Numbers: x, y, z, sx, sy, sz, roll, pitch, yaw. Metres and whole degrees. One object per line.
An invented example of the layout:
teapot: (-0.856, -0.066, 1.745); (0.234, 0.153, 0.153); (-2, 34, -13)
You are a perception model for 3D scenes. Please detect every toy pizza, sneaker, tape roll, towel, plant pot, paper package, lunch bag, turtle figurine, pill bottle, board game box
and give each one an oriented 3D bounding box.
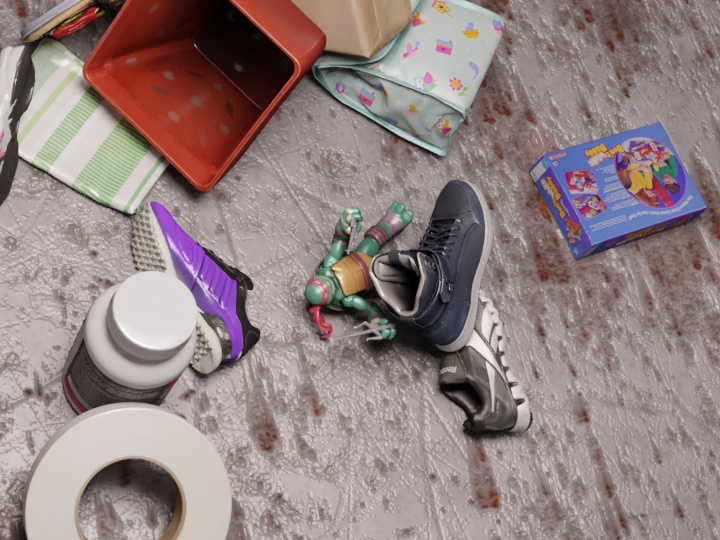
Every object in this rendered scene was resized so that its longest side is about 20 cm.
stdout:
toy pizza: (-0.291, -0.303, 1.527); (0.200, 0.200, 0.032); (-40, 105, -32)
sneaker: (0.079, -0.026, 1.513); (0.146, 0.077, 0.203); (30, 60, -49)
tape roll: (-0.225, 0.229, 1.320); (0.203, 0.037, 0.203); (-1, 94, -19)
towel: (-0.309, -0.163, 1.544); (0.200, 0.023, 0.153); (32, 58, -5)
plant pot: (-0.153, -0.244, 1.544); (0.200, 0.200, 0.176); (44, 31, 4)
paper package: (-0.052, -0.362, 1.601); (0.200, 0.191, 0.103); (16, 41, 36)
lunch bag: (0.056, -0.267, 1.689); (0.200, 0.122, 0.170); (26, 60, 1)
sneaker: (-0.174, 0.011, 1.491); (0.099, 0.070, 0.200); (-20, 78, -36)
turtle figurine: (0.000, 0.000, 1.541); (0.200, 0.101, 0.150); (-31, 106, -46)
pill bottle: (-0.226, 0.077, 1.352); (0.111, 0.200, 0.111); (9, 63, -18)
board game box: (0.334, -0.105, 1.763); (0.200, 0.045, 0.135); (-17, 72, -28)
sneaker: (0.124, 0.098, 1.563); (0.090, 0.066, 0.200); (-11, 72, -29)
sneaker: (-0.414, -0.150, 1.465); (0.086, 0.080, 0.200); (9, 71, 5)
